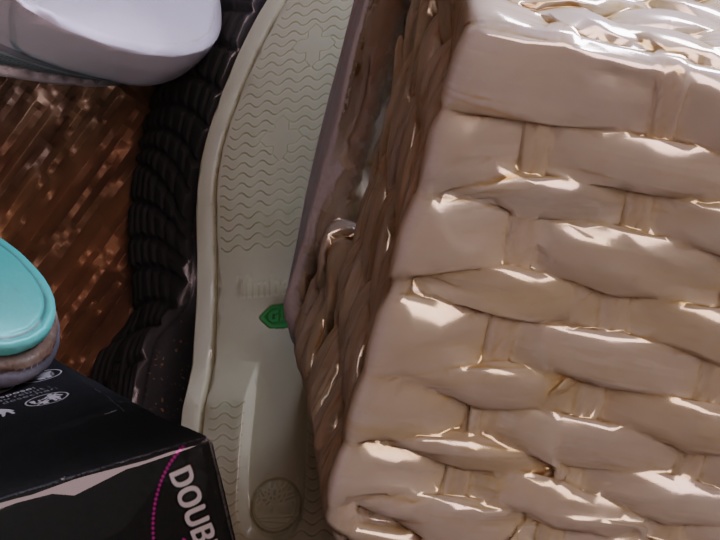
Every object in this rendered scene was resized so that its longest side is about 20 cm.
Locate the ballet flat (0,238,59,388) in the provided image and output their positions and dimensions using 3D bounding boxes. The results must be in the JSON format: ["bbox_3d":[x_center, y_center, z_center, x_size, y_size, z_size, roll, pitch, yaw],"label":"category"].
[{"bbox_3d":[-0.174,-0.005,0.732,0.200,0.073,0.073,22,75,-8],"label":"ballet flat"}]

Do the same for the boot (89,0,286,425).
[{"bbox_3d":[0.003,0.002,0.815,0.132,0.070,0.200,15,88,-18],"label":"boot"}]

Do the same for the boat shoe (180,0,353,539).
[{"bbox_3d":[0.000,0.000,0.755,0.068,0.072,0.200,31,66,-60],"label":"boat shoe"}]

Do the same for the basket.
[{"bbox_3d":[0.092,-0.003,0.638,0.200,0.123,0.136,13,113,-7],"label":"basket"}]

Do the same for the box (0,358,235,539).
[{"bbox_3d":[-0.099,0.142,0.695,0.148,0.124,0.200,-17,103,-19],"label":"box"}]

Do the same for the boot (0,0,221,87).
[{"bbox_3d":[-0.142,-0.077,0.761,0.200,0.096,0.074,21,44,-25],"label":"boot"}]
